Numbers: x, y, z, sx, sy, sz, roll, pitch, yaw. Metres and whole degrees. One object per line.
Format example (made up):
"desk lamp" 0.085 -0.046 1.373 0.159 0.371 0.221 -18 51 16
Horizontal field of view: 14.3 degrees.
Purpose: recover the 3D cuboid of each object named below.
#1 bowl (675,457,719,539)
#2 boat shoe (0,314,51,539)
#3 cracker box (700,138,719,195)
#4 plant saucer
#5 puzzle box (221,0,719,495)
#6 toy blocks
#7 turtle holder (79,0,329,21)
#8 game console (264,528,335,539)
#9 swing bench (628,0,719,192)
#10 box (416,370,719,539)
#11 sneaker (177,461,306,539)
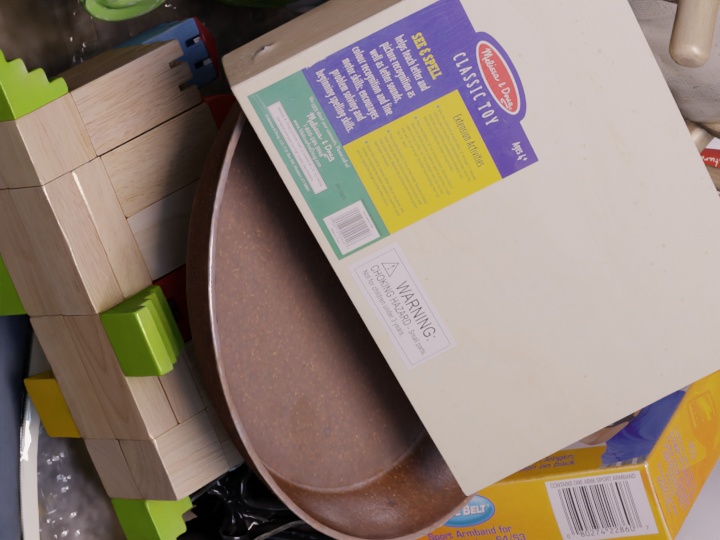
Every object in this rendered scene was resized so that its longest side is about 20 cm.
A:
"bowl" 0.125 0.153 1.195 0.090 0.201 0.201 -9 102 -25
"boat shoe" -0.157 0.075 1.106 0.062 0.075 0.200 5 94 -30
"cracker box" 0.110 -0.123 1.224 0.134 0.058 0.200 6 95 -30
"plant saucer" 0.000 0.000 1.048 0.200 0.034 0.200 -2 93 -50
"puzzle box" 0.054 -0.024 0.999 0.133 0.025 0.200 -26 123 4
"toy blocks" -0.058 -0.013 1.064 0.137 0.100 0.200 -31 106 -33
"turtle holder" -0.030 -0.168 1.102 0.185 0.132 0.141 -3 100 -28
"game console" 0.014 0.222 1.135 0.172 0.119 0.200 8 110 14
"swing bench" 0.157 -0.134 1.110 0.200 0.130 0.199 -61 142 -11
"box" 0.096 0.054 1.173 0.200 0.119 0.041 -52 127 -55
"sneaker" -0.013 0.064 1.162 0.200 0.104 0.060 -25 108 -22
